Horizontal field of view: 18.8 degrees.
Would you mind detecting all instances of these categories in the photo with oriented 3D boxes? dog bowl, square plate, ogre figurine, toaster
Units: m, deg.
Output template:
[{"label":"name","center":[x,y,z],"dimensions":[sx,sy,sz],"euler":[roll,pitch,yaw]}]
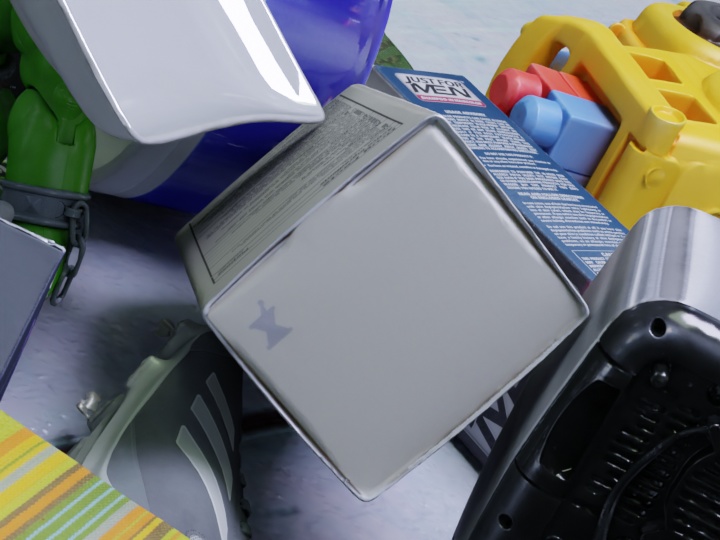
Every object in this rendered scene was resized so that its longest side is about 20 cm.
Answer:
[{"label":"dog bowl","center":[-0.065,-0.125,0.938],"dimensions":[0.079,0.200,0.200],"euler":[14,28,-29]},{"label":"square plate","center":[-0.095,-0.128,0.740],"dimensions":[0.198,0.028,0.200],"euler":[61,17,2]},{"label":"ogre figurine","center":[-0.137,-0.085,0.833],"dimensions":[0.098,0.120,0.200],"euler":[20,26,-15]},{"label":"toaster","center":[0.119,0.097,0.720],"dimensions":[0.200,0.181,0.119],"euler":[27,23,-1]}]

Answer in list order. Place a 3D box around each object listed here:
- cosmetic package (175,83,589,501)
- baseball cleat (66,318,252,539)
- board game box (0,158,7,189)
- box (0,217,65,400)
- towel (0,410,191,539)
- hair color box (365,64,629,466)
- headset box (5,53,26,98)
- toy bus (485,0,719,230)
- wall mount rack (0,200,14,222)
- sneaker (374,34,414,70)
[{"label":"cosmetic package","center":[0.000,0.000,0.780],"dimensions":[0.087,0.103,0.200],"euler":[51,1,-10]},{"label":"baseball cleat","center":[-0.060,0.089,0.716],"dimensions":[0.106,0.070,0.200],"euler":[41,27,-5]},{"label":"board game box","center":[-0.228,-0.052,0.852],"dimensions":[0.200,0.030,0.096],"euler":[19,26,-21]},{"label":"box","center":[-0.152,0.075,0.549],"dimensions":[0.079,0.141,0.200],"euler":[23,26,-5]},{"label":"towel","center":[-0.114,0.038,0.478],"dimensions":[0.200,0.018,0.086],"euler":[33,20,8]},{"label":"hair color box","center":[0.059,0.008,0.917],"dimensions":[0.060,0.100,0.200],"euler":[2,34,-41]},{"label":"headset box","center":[-0.189,-0.181,0.930],"dimensions":[0.149,0.200,0.075],"euler":[10,29,-31]},{"label":"toy bus","center":[0.121,-0.062,1.067],"dimensions":[0.192,0.136,0.200],"euler":[14,27,-24]},{"label":"wall mount rack","center":[-0.226,-0.015,0.728],"dimensions":[0.200,0.075,0.174],"euler":[39,27,23]},{"label":"sneaker","center":[0.008,-0.082,1.096],"dimensions":[0.089,0.077,0.200],"euler":[29,28,-25]}]
